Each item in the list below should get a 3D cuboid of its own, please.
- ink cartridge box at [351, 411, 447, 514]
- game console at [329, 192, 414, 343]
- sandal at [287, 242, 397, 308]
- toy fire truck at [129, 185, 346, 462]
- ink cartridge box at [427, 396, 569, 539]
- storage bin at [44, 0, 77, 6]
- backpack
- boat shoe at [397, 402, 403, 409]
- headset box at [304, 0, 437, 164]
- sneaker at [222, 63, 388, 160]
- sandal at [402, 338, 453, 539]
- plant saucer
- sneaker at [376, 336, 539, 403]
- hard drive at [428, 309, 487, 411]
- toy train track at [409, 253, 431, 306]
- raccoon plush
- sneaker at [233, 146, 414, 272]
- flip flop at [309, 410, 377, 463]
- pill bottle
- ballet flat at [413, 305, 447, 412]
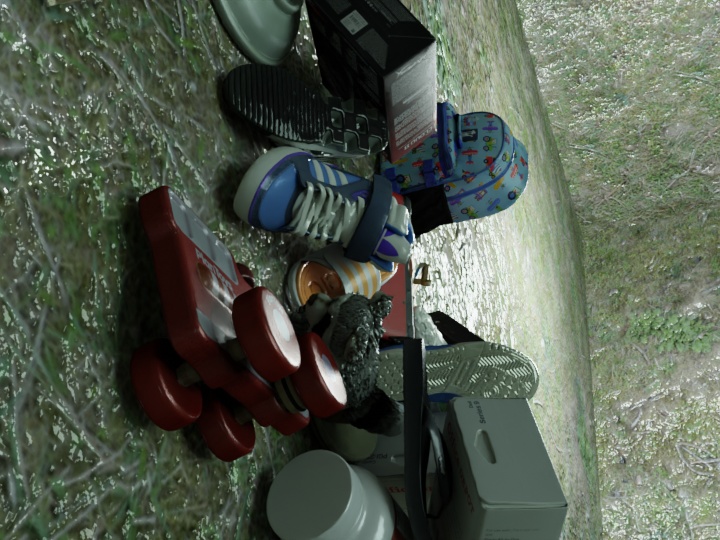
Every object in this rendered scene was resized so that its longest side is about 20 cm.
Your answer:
[{"bbox_3d":[0.092,0.255,1.006,0.201,0.143,0.086,60,31,-42],"label":"ink cartridge box"},{"bbox_3d":[0.007,0.009,1.076,0.170,0.118,0.204,17,60,-32],"label":"game console"},{"bbox_3d":[-0.005,-0.007,0.932,0.080,0.059,0.206,53,36,1],"label":"sandal"},{"bbox_3d":[-0.101,0.043,0.678,0.200,0.111,0.170,50,17,-54],"label":"toy fire truck"},{"bbox_3d":[0.124,0.245,0.828,0.146,0.086,0.203,-102,-166,-58],"label":"ink cartridge box"},{"bbox_3d":[-0.177,-0.315,0.637,0.200,0.092,0.202,-54,131,-62],"label":"storage bin"},{"bbox_3d":[0.139,-0.157,1.244,0.135,0.197,0.185,60,29,-41],"label":"backpack"},{"bbox_3d":[0.097,0.214,1.083,0.200,0.071,0.068,44,55,-27],"label":"boat shoe"},{"bbox_3d":[0.016,-0.230,0.976,0.149,0.077,0.201,51,-9,21],"label":"headset box"},{"bbox_3d":[-0.070,-0.150,0.886,0.198,0.088,0.076,14,70,-41],"label":"sneaker"},{"bbox_3d":[0.063,0.160,0.793,0.076,0.042,0.204,69,19,-67],"label":"sandal"},{"bbox_3d":[-0.102,-0.320,0.898,0.200,0.049,0.204,-10,90,-69],"label":"plant saucer"},{"bbox_3d":[0.095,0.114,0.967,0.111,0.196,0.078,-172,-99,-82],"label":"sneaker"},{"bbox_3d":[0.143,0.149,1.138,0.200,0.037,0.142,-146,-135,-63],"label":"hard drive"},{"bbox_3d":[0.086,0.026,1.214,0.200,0.032,0.117,-55,151,-72],"label":"toy train track"},{"bbox_3d":[0.013,0.083,0.798,0.199,0.133,0.098,30,62,-34],"label":"raccoon plush"},{"bbox_3d":[-0.018,-0.053,0.836,0.082,0.145,0.199,-65,161,15],"label":"sneaker"},{"bbox_3d":[-0.024,0.125,0.884,0.082,0.057,0.202,-77,148,-50],"label":"flip flop"},{"bbox_3d":[-0.007,0.255,0.798,0.201,0.110,0.114,58,30,-43],"label":"pill bottle"},{"bbox_3d":[0.093,0.134,1.120,0.072,0.070,0.204,-56,147,-61],"label":"ballet flat"}]
